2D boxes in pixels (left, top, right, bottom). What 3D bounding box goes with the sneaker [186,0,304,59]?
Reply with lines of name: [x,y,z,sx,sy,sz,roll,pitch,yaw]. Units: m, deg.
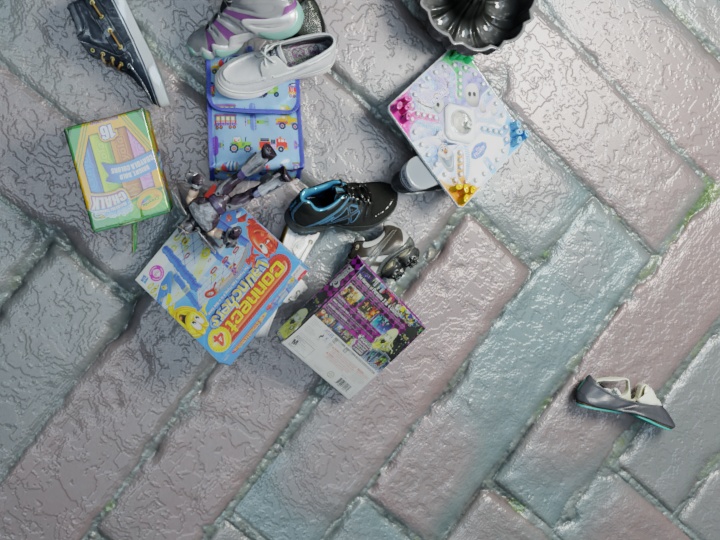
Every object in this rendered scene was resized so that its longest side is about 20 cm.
sneaker: [-0.194,-0.404,1.400,0.196,0.079,0.141,-13,133,17]

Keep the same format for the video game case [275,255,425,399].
video game case: [-0.012,0.097,1.509,0.181,0.036,0.200,-43,131,4]

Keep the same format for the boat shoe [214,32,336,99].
boat shoe: [-0.127,-0.317,1.430,0.196,0.069,0.073,-13,73,-15]

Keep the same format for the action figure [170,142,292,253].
action figure: [-0.201,-0.109,1.402,0.198,0.070,0.131,-34,110,8]

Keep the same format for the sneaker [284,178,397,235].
sneaker: [-0.021,-0.107,1.493,0.196,0.082,0.074,-15,68,-25]

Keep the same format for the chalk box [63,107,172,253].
chalk box: [-0.357,-0.131,1.427,0.121,0.125,0.205,-15,101,-8]

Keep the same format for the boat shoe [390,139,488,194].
boat shoe: [0.137,-0.164,1.542,0.197,0.068,0.075,-24,91,-31]

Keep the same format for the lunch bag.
lunch bag: [-0.167,-0.250,1.477,0.147,0.094,0.205,-2,84,-9]

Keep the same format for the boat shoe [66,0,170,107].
boat shoe: [-0.367,-0.330,1.431,0.089,0.071,0.204,-26,94,-5]

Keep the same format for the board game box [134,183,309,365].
board game box: [-0.216,0.006,1.464,0.195,0.056,0.201,40,89,14]

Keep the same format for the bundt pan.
bundt pan: [0.175,-0.434,1.489,0.197,0.076,0.207,1,83,-11]

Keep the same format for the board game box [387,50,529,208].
board game box: [0.164,-0.239,1.516,0.200,0.026,0.201,-45,103,-28]

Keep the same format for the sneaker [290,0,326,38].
sneaker: [-0.117,-0.438,1.439,0.075,0.114,0.202,-30,103,-3]

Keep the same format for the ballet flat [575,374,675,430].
ballet flat: [0.475,0.227,1.656,0.196,0.073,0.075,16,94,-10]

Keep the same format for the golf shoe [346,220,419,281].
golf shoe: [0.000,0.000,1.545,0.198,0.078,0.095,-36,80,-3]

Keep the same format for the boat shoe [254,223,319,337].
boat shoe: [-0.118,0.020,1.516,0.068,0.071,0.204,20,92,-10]
